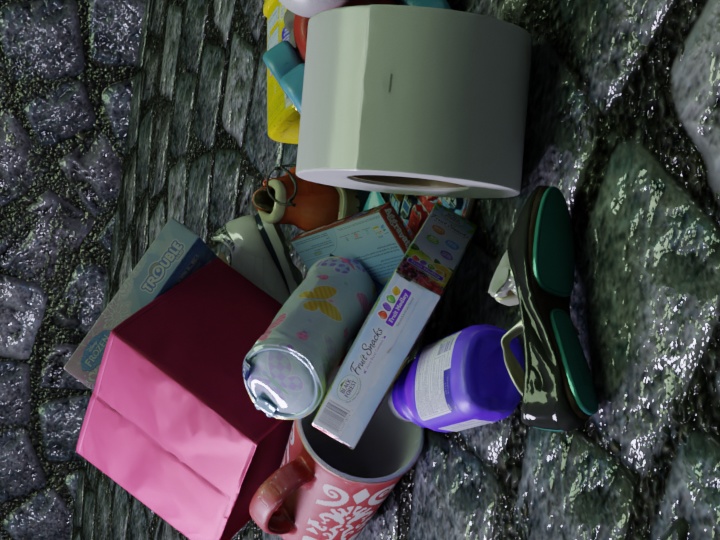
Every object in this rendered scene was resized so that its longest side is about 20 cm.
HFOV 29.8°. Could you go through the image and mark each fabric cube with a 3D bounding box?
[{"bbox_3d":[-0.160,0.147,1.487,0.196,0.199,0.201,-40,-21,-50],"label":"fabric cube"}]

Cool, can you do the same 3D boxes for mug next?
[{"bbox_3d":[-0.044,0.209,1.414,0.201,0.176,0.134,113,148,-52],"label":"mug"}]

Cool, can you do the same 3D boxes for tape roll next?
[{"bbox_3d":[0.047,-0.143,1.189,0.202,0.201,0.141,179,96,-71],"label":"tape roll"}]

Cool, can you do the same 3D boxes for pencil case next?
[{"bbox_3d":[-0.047,0.065,1.351,0.200,0.082,0.091,-58,-15,-55],"label":"pencil case"}]

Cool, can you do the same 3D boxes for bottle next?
[{"bbox_3d":[0.081,0.105,1.230,0.200,0.065,0.084,146,131,-66],"label":"bottle"}]

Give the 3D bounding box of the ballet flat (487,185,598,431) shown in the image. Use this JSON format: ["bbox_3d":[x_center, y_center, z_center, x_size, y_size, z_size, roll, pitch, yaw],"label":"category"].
[{"bbox_3d":[0.137,0.030,1.067,0.068,0.068,0.202,-20,61,32],"label":"ballet flat"}]

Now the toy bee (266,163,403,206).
[{"bbox_3d":[0.004,-0.138,1.433,0.199,0.108,0.132,0,97,40],"label":"toy bee"}]

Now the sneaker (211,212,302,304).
[{"bbox_3d":[-0.106,0.032,1.587,0.076,0.080,0.202,50,-161,-83],"label":"sneaker"}]

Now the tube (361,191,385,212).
[{"bbox_3d":[0.000,0.000,1.522,0.078,0.050,0.201,56,138,32],"label":"tube"}]

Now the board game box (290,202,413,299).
[{"bbox_3d":[0.002,-0.008,1.424,0.103,0.019,0.200,59,151,-9],"label":"board game box"}]

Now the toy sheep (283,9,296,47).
[{"bbox_3d":[-0.025,-0.303,1.553,0.138,0.137,0.202,163,117,-69],"label":"toy sheep"}]

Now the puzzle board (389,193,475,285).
[{"bbox_3d":[0.073,-0.096,1.378,0.200,0.017,0.152,-121,40,-59],"label":"puzzle board"}]

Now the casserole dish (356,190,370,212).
[{"bbox_3d":[-0.014,-0.094,1.596,0.121,0.038,0.202,-178,94,-70],"label":"casserole dish"}]

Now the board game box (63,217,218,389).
[{"bbox_3d":[-0.241,0.046,1.537,0.201,0.043,0.199,-55,-6,-5],"label":"board game box"}]

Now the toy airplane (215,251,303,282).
[{"bbox_3d":[-0.112,0.058,1.685,0.199,0.140,0.202,8,-109,-78],"label":"toy airplane"}]

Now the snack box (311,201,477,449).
[{"bbox_3d":[0.032,0.052,1.276,0.201,0.053,0.142,-62,-1,34],"label":"snack box"}]

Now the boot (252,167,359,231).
[{"bbox_3d":[-0.078,-0.089,1.564,0.200,0.106,0.076,-142,60,-69],"label":"boot"}]

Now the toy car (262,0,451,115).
[{"bbox_3d":[-0.038,-0.289,1.373,0.201,0.184,0.177,55,-179,-29],"label":"toy car"}]

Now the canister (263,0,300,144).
[{"bbox_3d":[-0.072,-0.279,1.740,0.148,0.086,0.202,146,125,-66],"label":"canister"}]
